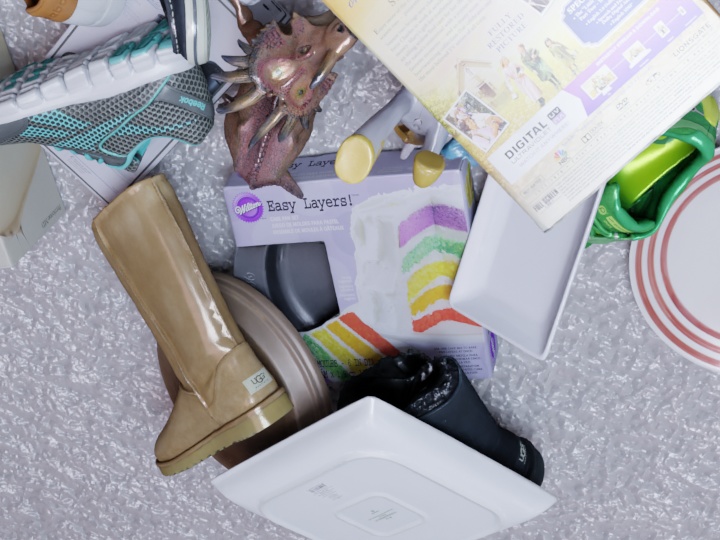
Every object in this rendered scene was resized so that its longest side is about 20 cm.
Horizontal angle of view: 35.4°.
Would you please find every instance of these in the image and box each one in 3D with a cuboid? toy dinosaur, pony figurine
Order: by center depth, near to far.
[{"bbox_3d":[0.055,-0.146,0.725,0.165,0.200,0.194,24,108,3],"label":"pony figurine"},{"bbox_3d":[-0.056,-0.104,0.728,0.085,0.136,0.201,3,134,-9],"label":"toy dinosaur"}]

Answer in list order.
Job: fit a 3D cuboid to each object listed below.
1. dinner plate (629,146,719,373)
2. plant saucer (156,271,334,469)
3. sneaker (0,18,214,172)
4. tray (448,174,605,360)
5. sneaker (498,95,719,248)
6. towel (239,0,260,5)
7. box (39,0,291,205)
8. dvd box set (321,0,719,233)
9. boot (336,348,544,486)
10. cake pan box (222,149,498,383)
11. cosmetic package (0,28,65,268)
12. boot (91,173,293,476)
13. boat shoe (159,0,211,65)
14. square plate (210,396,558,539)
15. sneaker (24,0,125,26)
[{"bbox_3d":[0.297,-0.008,0.820,0.198,0.024,0.202,7,120,12],"label":"dinner plate"},{"bbox_3d":[-0.102,0.097,0.930,0.199,0.029,0.202,25,131,33],"label":"plant saucer"},{"bbox_3d":[-0.190,-0.105,0.793,0.198,0.078,0.092,-11,120,22],"label":"sneaker"},{"bbox_3d":[0.128,-0.049,0.778,0.022,0.107,0.202,7,105,-37],"label":"tray"},{"bbox_3d":[0.165,-0.052,0.791,0.074,0.084,0.200,36,122,-16],"label":"sneaker"},{"bbox_3d":[-0.052,-0.281,0.656,0.165,0.201,0.085,-36,146,30],"label":"towel"},{"bbox_3d":[-0.160,-0.154,0.834,0.117,0.060,0.200,44,120,-12],"label":"box"},{"bbox_3d":[0.084,-0.138,0.594,0.200,0.029,0.146,44,112,-8],"label":"dvd box set"},{"bbox_3d":[0.028,0.138,0.905,0.199,0.077,0.168,-17,135,31],"label":"boot"},{"bbox_3d":[0.000,0.000,0.887,0.198,0.052,0.186,-2,117,16],"label":"cake pan box"},{"bbox_3d":[-0.310,-0.110,0.873,0.072,0.104,0.202,-6,119,17],"label":"cosmetic package"},{"bbox_3d":[-0.149,0.047,0.880,0.175,0.066,0.201,-32,89,42],"label":"boot"},{"bbox_3d":[-0.141,-0.217,0.712,0.062,0.075,0.202,-19,79,-10],"label":"boat shoe"},{"bbox_3d":[0.015,0.179,0.872,0.197,0.029,0.199,31,136,-29],"label":"square plate"},{"bbox_3d":[-0.231,-0.255,0.749,0.073,0.084,0.201,-35,81,32],"label":"sneaker"}]
